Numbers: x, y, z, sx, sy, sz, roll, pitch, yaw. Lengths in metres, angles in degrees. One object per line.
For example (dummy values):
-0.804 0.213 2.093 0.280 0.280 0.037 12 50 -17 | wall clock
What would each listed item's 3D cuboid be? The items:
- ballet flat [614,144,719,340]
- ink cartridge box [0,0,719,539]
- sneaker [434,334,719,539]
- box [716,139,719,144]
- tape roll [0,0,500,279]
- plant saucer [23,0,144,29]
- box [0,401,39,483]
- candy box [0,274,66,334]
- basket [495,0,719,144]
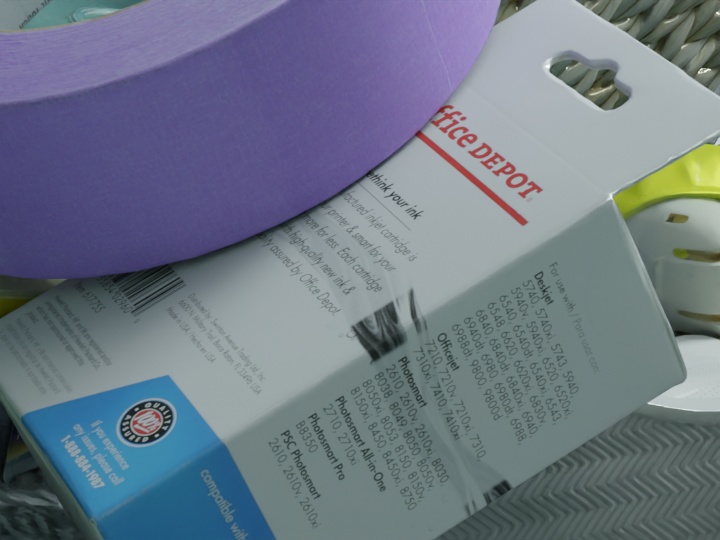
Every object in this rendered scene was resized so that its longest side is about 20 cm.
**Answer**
0.142 -0.002 0.939 0.200 0.067 0.067 4 22 11 | ballet flat
0.007 0.013 0.784 0.200 0.068 0.116 -32 33 -9 | ink cartridge box
0.076 0.063 0.874 0.200 0.074 0.116 -5 4 -18 | sneaker
0.151 -0.042 1.229 0.200 0.042 0.119 5 21 -31 | box
-0.062 -0.088 0.833 0.200 0.066 0.200 -14 38 11 | tape roll
-0.080 -0.067 0.960 0.200 0.036 0.200 11 19 -4 | plant saucer
-0.150 -0.001 0.922 0.200 0.040 0.137 22 21 24 | box
-0.118 -0.022 0.902 0.102 0.026 0.200 4 21 -34 | candy box
0.052 -0.133 1.116 0.198 0.200 0.161 36 -13 48 | basket
